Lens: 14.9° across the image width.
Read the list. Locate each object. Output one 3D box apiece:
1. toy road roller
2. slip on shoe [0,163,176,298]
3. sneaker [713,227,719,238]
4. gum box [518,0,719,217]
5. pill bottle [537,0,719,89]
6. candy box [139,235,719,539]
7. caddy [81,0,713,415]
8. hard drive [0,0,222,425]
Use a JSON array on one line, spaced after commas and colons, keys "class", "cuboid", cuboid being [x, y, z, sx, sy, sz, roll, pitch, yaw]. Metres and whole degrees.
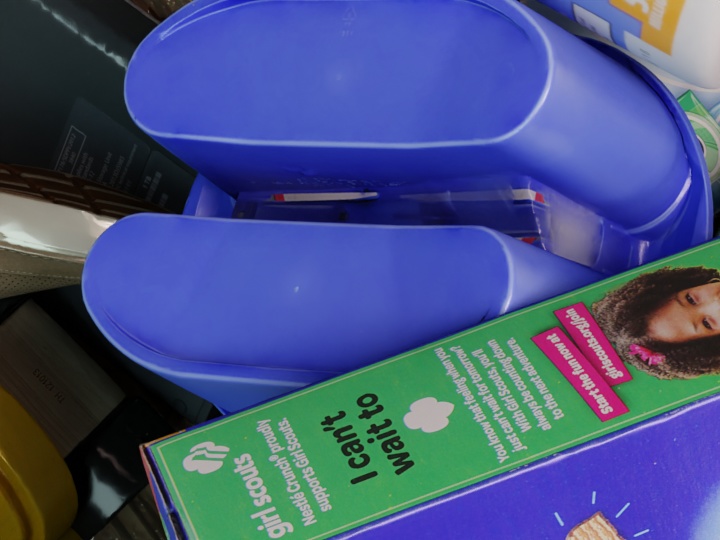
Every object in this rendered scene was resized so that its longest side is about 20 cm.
[{"class": "toy road roller", "cuboid": [-0.181, 0.093, 1.119, 0.123, 0.146, 0.200, 46, 144, -2]}, {"class": "slip on shoe", "cuboid": [-0.161, -0.009, 1.046, 0.199, 0.076, 0.061, 9, 100, 1]}, {"class": "sneaker", "cuboid": [0.168, -0.018, 0.838, 0.074, 0.088, 0.200, 27, 99, -15]}, {"class": "gum box", "cuboid": [0.091, -0.114, 0.919, 0.170, 0.045, 0.200, -7, 110, 35]}, {"class": "pill bottle", "cuboid": [0.048, -0.147, 0.828, 0.200, 0.112, 0.112, 30, 127, 15]}, {"class": "candy box", "cuboid": [0.058, 0.099, 0.777, 0.077, 0.199, 0.169, -125, 18, -57]}, {"class": "caddy", "cuboid": [0.011, -0.013, 0.860, 0.200, 0.105, 0.142, 4, 77, 35]}, {"class": "hard drive", "cuboid": [-0.113, -0.045, 1.096, 0.200, 0.033, 0.140, 36, 129, 11]}]
